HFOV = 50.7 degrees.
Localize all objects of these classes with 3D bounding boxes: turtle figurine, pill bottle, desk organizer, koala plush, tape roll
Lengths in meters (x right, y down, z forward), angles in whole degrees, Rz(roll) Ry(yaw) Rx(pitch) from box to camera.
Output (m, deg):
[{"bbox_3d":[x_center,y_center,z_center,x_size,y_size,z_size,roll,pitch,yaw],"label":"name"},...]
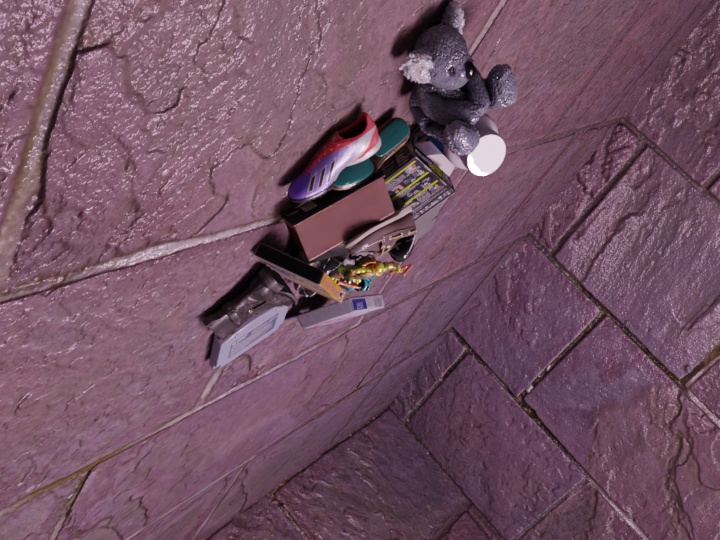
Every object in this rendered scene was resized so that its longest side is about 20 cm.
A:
[{"bbox_3d":[0.000,0.000,1.629,0.197,0.066,0.160,-16,-177,-34],"label":"turtle figurine"},{"bbox_3d":[0.195,-0.263,1.450,0.109,0.201,0.114,-11,126,-15],"label":"pill bottle"},{"bbox_3d":[-0.039,-0.105,1.411,0.197,0.072,0.078,-30,117,-15],"label":"desk organizer"},{"bbox_3d":[0.146,-0.341,1.314,0.178,0.182,0.201,-50,144,-11],"label":"koala plush"},{"bbox_3d":[0.104,-0.198,1.603,0.199,0.038,0.204,-22,160,-8],"label":"tape roll"}]

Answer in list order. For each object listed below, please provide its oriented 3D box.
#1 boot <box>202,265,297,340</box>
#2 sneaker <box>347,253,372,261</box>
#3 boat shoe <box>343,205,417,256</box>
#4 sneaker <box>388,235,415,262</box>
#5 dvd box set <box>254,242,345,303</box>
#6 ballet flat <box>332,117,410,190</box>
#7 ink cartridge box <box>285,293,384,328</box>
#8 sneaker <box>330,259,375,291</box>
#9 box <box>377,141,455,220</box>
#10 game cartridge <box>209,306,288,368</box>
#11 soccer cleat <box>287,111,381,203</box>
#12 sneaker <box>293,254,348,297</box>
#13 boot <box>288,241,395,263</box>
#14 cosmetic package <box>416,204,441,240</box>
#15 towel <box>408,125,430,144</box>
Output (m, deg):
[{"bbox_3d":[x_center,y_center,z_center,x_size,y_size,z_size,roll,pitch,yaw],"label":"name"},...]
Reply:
[{"bbox_3d":[-0.225,0.076,1.543,0.173,0.070,0.200,-40,159,0],"label":"boot"},{"bbox_3d":[0.002,-0.069,1.711,0.081,0.075,0.201,-37,161,-12],"label":"sneaker"},{"bbox_3d":[0.044,-0.066,1.461,0.071,0.061,0.199,-18,-170,42],"label":"boat shoe"},{"bbox_3d":[0.089,-0.083,1.685,0.072,0.202,0.081,-10,130,7],"label":"sneaker"},{"bbox_3d":[-0.114,0.008,1.489,0.030,0.144,0.200,-64,165,-7],"label":"dvd box set"},{"bbox_3d":[0.011,-0.209,1.414,0.198,0.071,0.065,-36,-176,-16],"label":"ballet flat"},{"bbox_3d":[-0.064,0.107,1.875,0.196,0.044,0.195,-20,173,24],"label":"ink cartridge box"},{"bbox_3d":[-0.007,0.020,1.871,0.078,0.080,0.199,-49,164,19],"label":"sneaker"},{"bbox_3d":[0.071,-0.152,1.534,0.198,0.045,0.159,-35,141,22],"label":"box"},{"bbox_3d":[-0.242,0.126,1.658,0.198,0.041,0.134,-34,156,-35],"label":"game cartridge"},{"bbox_3d":[-0.052,-0.196,1.312,0.198,0.068,0.074,-37,139,-12],"label":"soccer cleat"},{"bbox_3d":[-0.078,-0.032,1.647,0.200,0.077,0.080,-47,-178,28],"label":"sneaker"},{"bbox_3d":[-0.041,-0.054,1.538,0.195,0.079,0.138,8,153,-23],"label":"boot"},{"bbox_3d":[0.133,-0.154,1.808,0.106,0.091,0.201,-36,165,-21],"label":"cosmetic package"},{"bbox_3d":[0.182,-0.299,1.643,0.200,0.048,0.172,-43,163,-6],"label":"towel"}]
